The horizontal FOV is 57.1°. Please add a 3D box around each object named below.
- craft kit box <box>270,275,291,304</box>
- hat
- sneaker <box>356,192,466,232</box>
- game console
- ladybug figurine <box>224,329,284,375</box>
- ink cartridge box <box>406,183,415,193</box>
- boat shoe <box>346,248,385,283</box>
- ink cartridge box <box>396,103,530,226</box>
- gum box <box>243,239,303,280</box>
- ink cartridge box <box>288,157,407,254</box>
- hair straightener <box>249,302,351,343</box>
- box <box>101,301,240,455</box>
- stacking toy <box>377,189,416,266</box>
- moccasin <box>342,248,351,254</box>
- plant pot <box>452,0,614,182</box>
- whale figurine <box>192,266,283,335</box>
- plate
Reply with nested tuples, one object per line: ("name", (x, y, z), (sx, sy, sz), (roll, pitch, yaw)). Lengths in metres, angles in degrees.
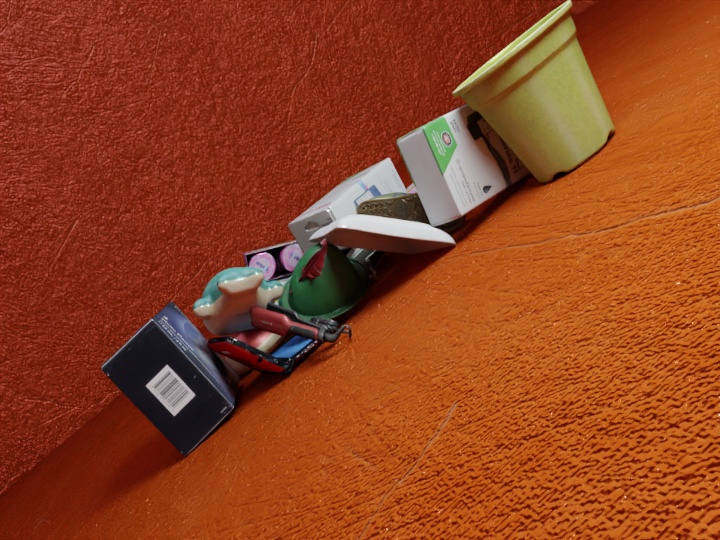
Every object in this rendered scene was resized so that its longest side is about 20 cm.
("craft kit box", (-0.190, 0.049, 1.355), (0.194, 0.050, 0.197), (-15, 4, -17))
("hat", (-0.077, -0.033, 1.095), (0.195, 0.179, 0.167), (5, 43, 32))
("sneaker", (0.097, -0.109, 1.158), (0.194, 0.070, 0.090), (2, 15, 24))
("game console", (-0.155, 0.111, 1.142), (0.199, 0.169, 0.122), (-18, 47, 66))
("ladybug figurine", (-0.208, 0.133, 1.365), (0.135, 0.073, 0.200), (-28, 14, 51))
("ink cartridge box", (0.150, -0.166, 1.409), (0.114, 0.069, 0.201), (-34, 10, 25))
("boat shoe", (0.000, 0.000, 1.224), (0.199, 0.064, 0.070), (-43, -27, 8))
("ink cartridge box", (0.173, -0.183, 1.047), (0.197, 0.150, 0.082), (-31, 9, -30))
("gum box", (-0.153, -0.028, 1.441), (0.194, 0.068, 0.113), (-15, 5, -12))
("ink cartridge box", (-0.024, -0.117, 1.274), (0.143, 0.089, 0.199), (-16, 19, 49))
("hair straightener", (-0.083, 0.077, 1.025), (0.196, 0.042, 0.076), (4, 13, 40))
("box", (-0.318, 0.177, 1.152), (0.123, 0.201, 0.198), (-41, 9, -2))
("stacking toy", (0.075, -0.076, 1.275), (0.199, 0.086, 0.086), (-41, 6, 27))
("moccasin", (-0.026, -0.015, 1.370), (0.080, 0.069, 0.200), (-30, 12, 40))
("plant pot", (0.263, -0.241, 0.952), (0.198, 0.186, 0.201), (-36, 10, 7))
("whale figurine", (-0.207, 0.032, 1.104), (0.154, 0.107, 0.201), (-14, -20, -16))
("plate", (0.030, -0.059, 1.075), (0.193, 0.034, 0.199), (7, -5, -18))
